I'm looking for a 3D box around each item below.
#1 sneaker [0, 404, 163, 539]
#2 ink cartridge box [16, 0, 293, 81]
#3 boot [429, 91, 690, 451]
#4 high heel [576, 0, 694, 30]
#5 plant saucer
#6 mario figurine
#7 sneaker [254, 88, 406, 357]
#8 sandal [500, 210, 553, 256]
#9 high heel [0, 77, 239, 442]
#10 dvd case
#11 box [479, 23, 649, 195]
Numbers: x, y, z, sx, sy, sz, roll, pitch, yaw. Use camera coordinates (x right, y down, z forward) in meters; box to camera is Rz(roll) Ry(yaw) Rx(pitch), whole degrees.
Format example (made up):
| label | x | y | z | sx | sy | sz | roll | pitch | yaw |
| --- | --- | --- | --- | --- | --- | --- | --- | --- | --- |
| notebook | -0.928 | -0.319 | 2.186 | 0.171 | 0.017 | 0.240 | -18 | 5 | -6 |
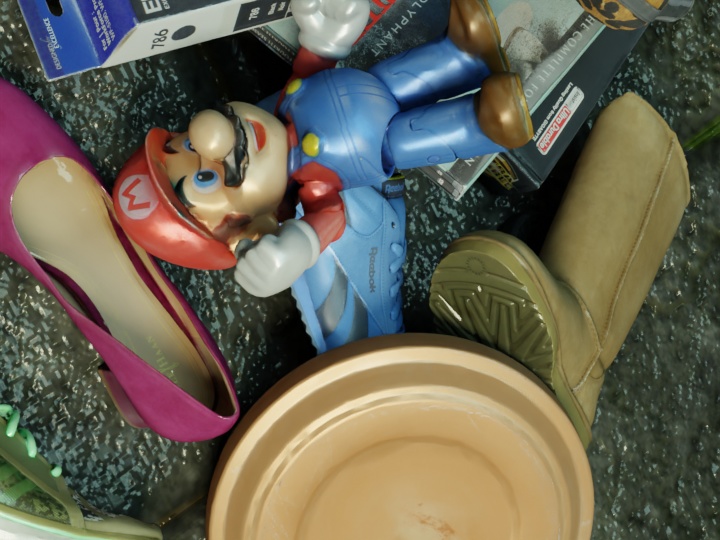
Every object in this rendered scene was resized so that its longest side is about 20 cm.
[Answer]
| label | x | y | z | sx | sy | sz | roll | pitch | yaw |
| --- | --- | --- | --- | --- | --- | --- | --- | --- | --- |
| sneaker | -0.173 | 0.085 | 0.866 | 0.199 | 0.077 | 0.089 | 23 | 66 | -31 |
| ink cartridge box | -0.074 | -0.165 | 0.919 | 0.198 | 0.039 | 0.100 | -19 | 74 | -19 |
| boot | 0.112 | -0.020 | 1.008 | 0.201 | 0.066 | 0.176 | -62 | 148 | -32 |
| high heel | 0.093 | -0.206 | 0.946 | 0.200 | 0.071 | 0.142 | 51 | 19 | 8 |
| plant saucer | 0.022 | 0.129 | 0.943 | 0.198 | 0.032 | 0.202 | -3 | 113 | -8 |
| mario figurine | -0.024 | -0.066 | 0.869 | 0.198 | 0.124 | 0.107 | -22 | 113 | 3 |
| sneaker | 0.000 | 0.000 | 0.966 | 0.078 | 0.066 | 0.202 | -21 | 98 | 0 |
| sandal | 0.069 | 0.056 | 1.040 | 0.075 | 0.045 | 0.201 | 45 | 51 | -29 |
| high heel | -0.120 | -0.009 | 0.887 | 0.067 | 0.096 | 0.201 | -40 | 107 | -27 |
| dvd case | 0.016 | -0.149 | 0.965 | 0.200 | 0.022 | 0.146 | 40 | 65 | 4 |
| box | 0.088 | -0.169 | 1.059 | 0.159 | 0.046 | 0.201 | 45 | 65 | -20 |
